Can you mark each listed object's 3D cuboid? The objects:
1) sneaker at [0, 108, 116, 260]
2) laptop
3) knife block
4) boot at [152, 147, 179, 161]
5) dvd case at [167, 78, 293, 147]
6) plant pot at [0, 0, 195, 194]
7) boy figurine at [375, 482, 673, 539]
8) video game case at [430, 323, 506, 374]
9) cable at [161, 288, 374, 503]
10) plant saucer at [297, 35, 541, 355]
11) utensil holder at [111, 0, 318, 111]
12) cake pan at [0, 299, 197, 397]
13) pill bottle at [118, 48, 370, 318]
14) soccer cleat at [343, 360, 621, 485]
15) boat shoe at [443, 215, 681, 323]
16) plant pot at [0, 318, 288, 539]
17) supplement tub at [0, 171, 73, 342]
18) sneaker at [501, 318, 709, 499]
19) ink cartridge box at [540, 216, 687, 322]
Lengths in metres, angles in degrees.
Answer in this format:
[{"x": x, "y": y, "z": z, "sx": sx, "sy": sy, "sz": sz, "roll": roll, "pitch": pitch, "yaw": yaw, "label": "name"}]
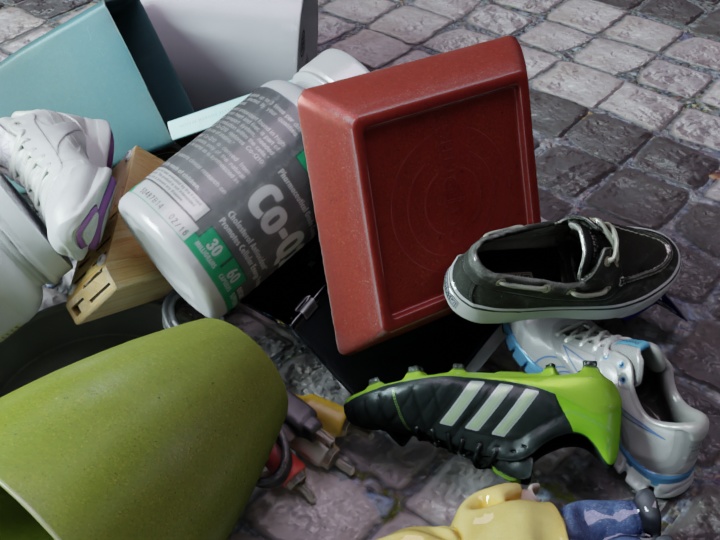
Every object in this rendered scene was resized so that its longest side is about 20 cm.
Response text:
[{"x": -0.242, "y": -0.070, "z": 0.821, "sx": 0.099, "sy": 0.075, "sz": 0.200, "roll": 15, "pitch": 21, "yaw": -21, "label": "sneaker"}, {"x": 0.000, "y": 0.000, "z": 0.860, "sx": 0.199, "sy": 0.116, "sz": 0.187, "roll": 25, "pitch": 63, "yaw": 34, "label": "laptop"}, {"x": -0.144, "y": -0.016, "z": 0.906, "sx": 0.175, "sy": 0.064, "sz": 0.201, "roll": 31, "pitch": 42, "yaw": -28, "label": "knife block"}, {"x": -0.195, "y": -0.047, "z": 1.009, "sx": 0.097, "sy": 0.075, "sz": 0.200, "roll": 34, "pitch": 35, "yaw": 2, "label": "boot"}, {"x": -0.085, "y": -0.132, "z": 0.997, "sx": 0.145, "sy": 0.022, "sz": 0.200, "roll": -18, "pitch": -5, "yaw": 5, "label": "dvd case"}, {"x": -0.288, "y": -0.160, "z": 1.036, "sx": 0.199, "sy": 0.142, "sz": 0.141, "roll": -23, "pitch": 15, "yaw": 7, "label": "plant pot"}, {"x": 0.104, "y": 0.193, "z": 0.692, "sx": 0.198, "sy": 0.065, "sz": 0.125, "roll": -6, "pitch": 40, "yaw": -6, "label": "boy figurine"}, {"x": 0.042, "y": -0.008, "z": 0.884, "sx": 0.200, "sy": 0.018, "sz": 0.143, "roll": 40, "pitch": 68, "yaw": 9, "label": "video game case"}, {"x": -0.090, "y": 0.097, "z": 0.805, "sx": 0.200, "sy": 0.050, "sz": 0.097, "roll": 35, "pitch": 62, "yaw": 22, "label": "cable"}, {"x": 0.061, "y": -0.054, "z": 0.785, "sx": 0.199, "sy": 0.201, "sz": 0.037, "roll": -20, "pitch": 22, "yaw": -28, "label": "plant saucer"}, {"x": -0.154, "y": -0.252, "z": 1.163, "sx": 0.198, "sy": 0.171, "sz": 0.171, "roll": 5, "pitch": 39, "yaw": 5, "label": "utensil holder"}, {"x": -0.207, "y": 0.096, "z": 0.835, "sx": 0.199, "sy": 0.037, "sz": 0.201, "roll": 0, "pitch": 39, "yaw": 0, "label": "cake pan"}, {"x": -0.069, "y": -0.068, "z": 0.787, "sx": 0.200, "sy": 0.113, "sz": 0.113, "roll": -42, "pitch": 51, "yaw": -15, "label": "pill bottle"}, {"x": 0.085, "y": 0.110, "z": 0.754, "sx": 0.198, "sy": 0.068, "sz": 0.082, "roll": -4, "pitch": 72, "yaw": 9, "label": "soccer cleat"}, {"x": 0.160, "y": -0.004, "z": 0.776, "sx": 0.199, "sy": 0.064, "sz": 0.071, "roll": -9, "pitch": 63, "yaw": -23, "label": "boat shoe"}, {"x": -0.143, "y": 0.124, "z": 0.680, "sx": 0.186, "sy": 0.188, "sz": 0.200, "roll": 24, "pitch": 45, "yaw": 27, "label": "plant pot"}, {"x": -0.337, "y": 0.012, "z": 0.811, "sx": 0.200, "sy": 0.145, "sz": 0.145, "roll": -39, "pitch": 48, "yaw": -8, "label": "supplement tub"}, {"x": 0.188, "y": 0.069, "z": 0.801, "sx": 0.075, "sy": 0.087, "sz": 0.200, "roll": -23, "pitch": 54, "yaw": -31, "label": "sneaker"}, {"x": 0.181, "y": -0.008, "z": 0.918, "sx": 0.200, "sy": 0.095, "sz": 0.037, "roll": 33, "pitch": 89, "yaw": 36, "label": "ink cartridge box"}]
